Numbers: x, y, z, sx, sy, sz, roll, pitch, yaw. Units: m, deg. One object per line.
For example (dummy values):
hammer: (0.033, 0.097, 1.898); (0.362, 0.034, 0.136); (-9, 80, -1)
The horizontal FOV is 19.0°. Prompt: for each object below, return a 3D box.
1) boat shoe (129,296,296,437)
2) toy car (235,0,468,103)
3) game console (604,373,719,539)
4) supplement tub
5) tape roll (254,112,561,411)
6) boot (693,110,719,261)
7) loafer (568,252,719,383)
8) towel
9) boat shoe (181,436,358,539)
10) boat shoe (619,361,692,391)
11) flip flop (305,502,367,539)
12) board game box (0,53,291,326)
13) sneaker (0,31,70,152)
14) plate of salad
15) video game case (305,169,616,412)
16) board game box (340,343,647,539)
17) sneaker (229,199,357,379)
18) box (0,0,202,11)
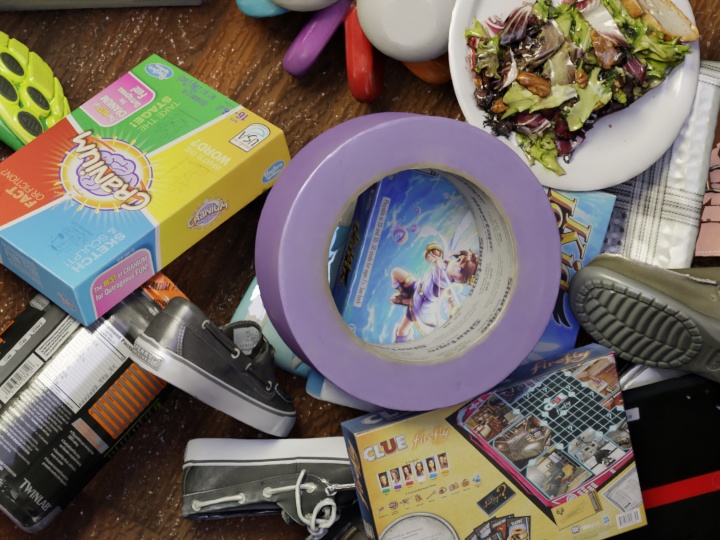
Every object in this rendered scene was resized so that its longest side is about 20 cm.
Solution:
boat shoe: (-0.093, 0.065, 1.536); (0.070, 0.200, 0.066); (29, 87, 34)
toy car: (-0.006, -0.206, 1.616); (0.199, 0.175, 0.150); (24, 117, -2)
game console: (0.185, 0.176, 1.593); (0.199, 0.031, 0.178); (-13, 104, -16)
supplement tub: (-0.211, 0.080, 1.560); (0.122, 0.123, 0.200); (43, 80, 1)
tape roll: (0.032, -0.008, 1.483); (0.199, 0.085, 0.201); (-2, 97, -13)
boot: (0.245, -0.085, 1.659); (0.199, 0.077, 0.156); (8, 86, -12)
loafer: (0.243, 0.033, 1.571); (0.199, 0.075, 0.070); (22, 49, -14)
towel: (0.165, -0.075, 1.619); (0.192, 0.035, 0.201); (12, 98, 8)
boat shoe: (-0.038, 0.160, 1.565); (0.198, 0.074, 0.068); (1, 71, 13)
boat shoe: (0.261, 0.058, 1.637); (0.200, 0.062, 0.075); (-44, 97, -5)
flip flop: (0.026, 0.194, 1.599); (0.200, 0.058, 0.081); (-43, 52, -7)
board game box: (-0.172, -0.062, 1.559); (0.200, 0.040, 0.153); (-39, 50, -25)
sneaker: (-0.302, -0.143, 1.613); (0.200, 0.084, 0.074); (37, 45, -14)
plate of salad: (0.159, -0.158, 1.547); (0.199, 0.048, 0.201); (0, 89, -20)
video game case: (0.074, 0.016, 1.564); (0.181, 0.045, 0.201); (14, 93, -18)
board game box: (0.097, 0.144, 1.524); (0.199, 0.035, 0.136); (-16, 105, -14)
sneaker: (0.000, 0.000, 1.615); (0.130, 0.080, 0.200); (32, 90, 1)
box: (-0.219, -0.303, 1.606); (0.199, 0.131, 0.200); (-3, 83, -5)
